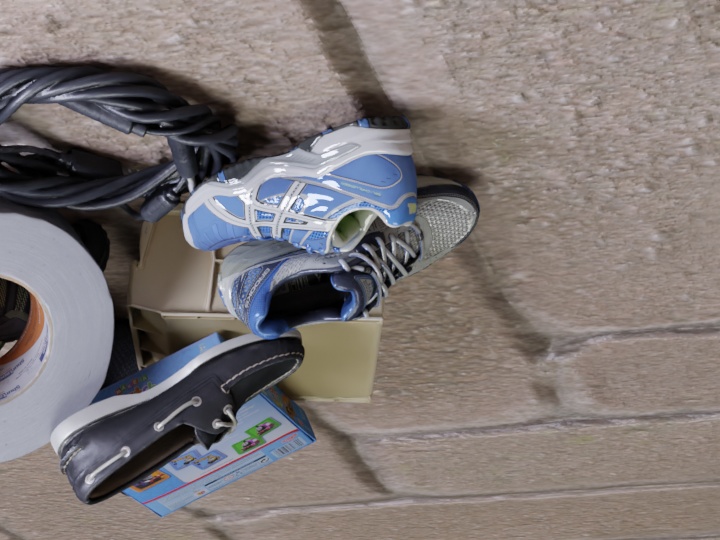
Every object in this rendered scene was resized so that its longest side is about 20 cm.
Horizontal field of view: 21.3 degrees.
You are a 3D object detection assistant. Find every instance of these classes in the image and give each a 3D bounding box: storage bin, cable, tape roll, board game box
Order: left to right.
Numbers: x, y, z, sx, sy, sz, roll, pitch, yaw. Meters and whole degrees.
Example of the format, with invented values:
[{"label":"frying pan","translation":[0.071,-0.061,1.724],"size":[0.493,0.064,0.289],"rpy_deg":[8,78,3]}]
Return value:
[{"label":"tape roll","translation":[-0.280,0.040,1.376],"size":[0.200,0.200,0.066],"rpy_deg":[13,-163,-27]},{"label":"cable","translation":[-0.180,-0.085,1.302],"size":[0.163,0.051,0.200],"rpy_deg":[-18,151,38]},{"label":"board game box","translation":[-0.138,0.128,1.534],"size":[0.151,0.037,0.200],"rpy_deg":[-26,153,7]},{"label":"storage bin","translation":[-0.079,0.029,1.528],"size":[0.198,0.094,0.200],"rpy_deg":[2,158,-2]}]

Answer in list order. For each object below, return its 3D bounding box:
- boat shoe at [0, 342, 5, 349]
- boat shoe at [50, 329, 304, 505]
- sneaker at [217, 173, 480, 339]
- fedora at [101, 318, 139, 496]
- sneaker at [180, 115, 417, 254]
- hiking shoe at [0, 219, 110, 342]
[{"label":"boat shoe","translation":[-0.319,0.075,1.496],"size":[0.065,0.200,0.073],"rpy_deg":[23,167,14]},{"label":"boat shoe","translation":[-0.125,0.106,1.397],"size":[0.200,0.060,0.074],"rpy_deg":[-24,154,-9]},{"label":"sneaker","translation":[0.000,0.000,1.381],"size":[0.200,0.085,0.077],"rpy_deg":[-25,120,-3]},{"label":"fedora","translation":[-0.216,0.102,1.671],"size":[0.092,0.201,0.201],"rpy_deg":[-31,160,-10]},{"label":"sneaker","translation":[-0.046,-0.044,1.334],"size":[0.200,0.077,0.076],"rpy_deg":[-20,173,36]},{"label":"hiking shoe","translation":[-0.282,0.004,1.434],"size":[0.200,0.076,0.101],"rpy_deg":[-32,124,-19]}]
